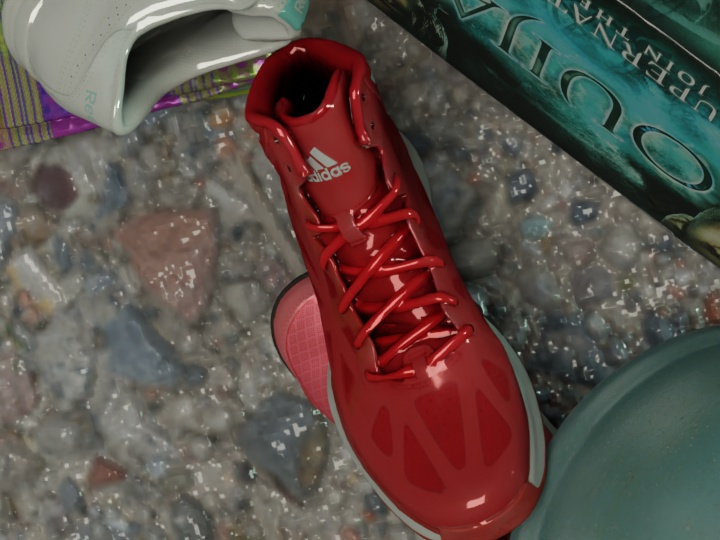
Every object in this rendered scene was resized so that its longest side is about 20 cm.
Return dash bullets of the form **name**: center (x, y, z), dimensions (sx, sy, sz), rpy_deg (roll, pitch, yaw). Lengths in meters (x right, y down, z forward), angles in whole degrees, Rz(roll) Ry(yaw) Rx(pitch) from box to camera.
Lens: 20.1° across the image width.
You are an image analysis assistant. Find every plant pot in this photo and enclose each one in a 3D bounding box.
- **plant pot**: center (0.164, 0.122, 0.706), dimensions (0.199, 0.134, 0.201), rpy_deg (-1, 93, -13)

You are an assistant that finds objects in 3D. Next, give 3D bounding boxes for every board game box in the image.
- **board game box**: center (0.085, -0.081, 0.742), dimensions (0.200, 0.135, 0.028), rpy_deg (38, 74, 8)

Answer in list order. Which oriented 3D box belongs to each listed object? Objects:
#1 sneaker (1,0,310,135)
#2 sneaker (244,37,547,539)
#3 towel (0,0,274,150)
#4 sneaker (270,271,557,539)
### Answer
- **sneaker**: center (-0.037, -0.126, 0.765), dimensions (0.200, 0.075, 0.088), rpy_deg (-43, 52, -4)
- **sneaker**: center (0.000, 0.000, 0.741), dimensions (0.078, 0.116, 0.200), rpy_deg (-29, 56, 4)
- **towel**: center (-0.137, -0.127, 0.853), dimensions (0.199, 0.023, 0.144), rpy_deg (-11, 95, 17)
- **sneaker**: center (0.043, 0.071, 0.800), dimensions (0.200, 0.087, 0.074), rpy_deg (41, 106, 6)
